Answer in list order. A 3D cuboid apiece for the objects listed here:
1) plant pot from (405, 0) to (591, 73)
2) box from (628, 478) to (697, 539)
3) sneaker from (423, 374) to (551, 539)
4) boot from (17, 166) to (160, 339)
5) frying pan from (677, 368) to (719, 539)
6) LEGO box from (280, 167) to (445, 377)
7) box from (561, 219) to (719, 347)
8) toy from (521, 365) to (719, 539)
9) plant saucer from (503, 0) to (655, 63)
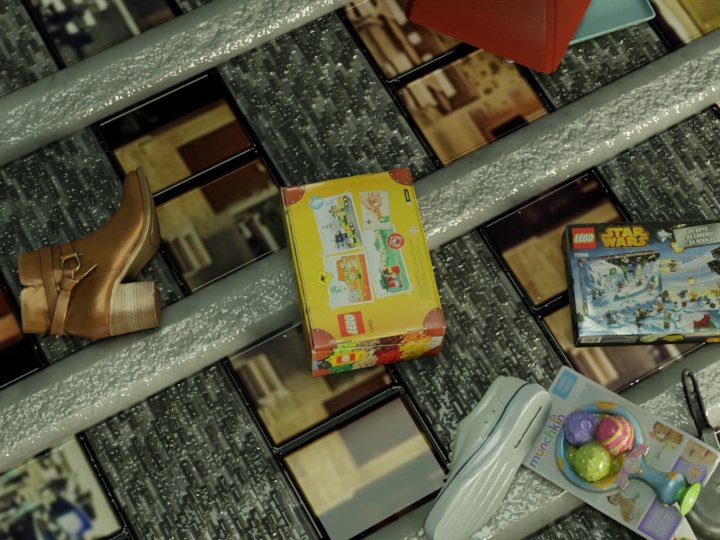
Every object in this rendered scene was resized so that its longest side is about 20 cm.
[{"bbox_3d":[0.180,-0.389,1.822,0.198,0.177,0.201,23,63,13],"label":"plant pot"},{"bbox_3d":[0.320,0.272,1.615,0.038,0.042,0.201,-21,67,-11],"label":"box"},{"bbox_3d":[0.124,0.199,1.634,0.071,0.073,0.200,24,70,44],"label":"sneaker"},{"bbox_3d":[-0.301,-0.022,1.711,0.153,0.074,0.202,-4,63,1],"label":"boot"},{"bbox_3d":[0.392,0.201,1.659,0.114,0.031,0.192,12,68,2],"label":"frying pan"},{"bbox_3d":[0.000,0.000,1.706,0.147,0.077,0.202,-9,66,-6],"label":"LEGO box"},{"bbox_3d":[0.331,0.014,1.733,0.198,0.040,0.138,-1,67,-3],"label":"box"},{"bbox_3d":[0.259,0.187,1.606,0.199,0.047,0.116,30,82,27],"label":"toy"},{"bbox_3d":[0.256,-0.305,1.888,0.198,0.019,0.070,-18,67,-11],"label":"plant saucer"}]
